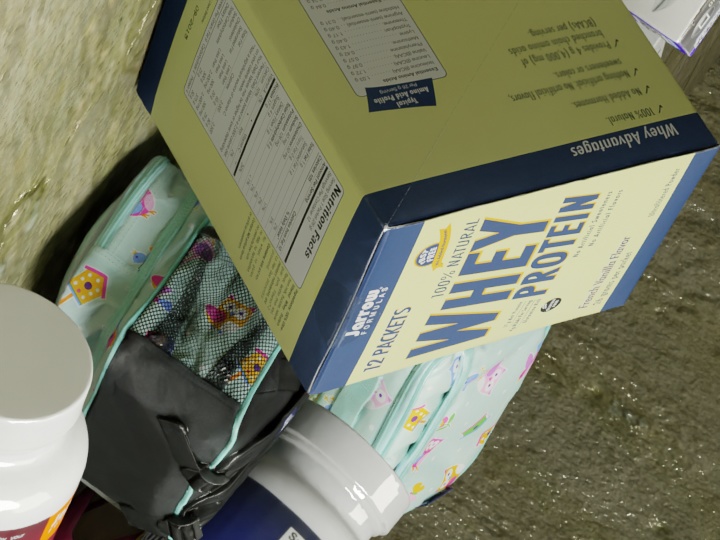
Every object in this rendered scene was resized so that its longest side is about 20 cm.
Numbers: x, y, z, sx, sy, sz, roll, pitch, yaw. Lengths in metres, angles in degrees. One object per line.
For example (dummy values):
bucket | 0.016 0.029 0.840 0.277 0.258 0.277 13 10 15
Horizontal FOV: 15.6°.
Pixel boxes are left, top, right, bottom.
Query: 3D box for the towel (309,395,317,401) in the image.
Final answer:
towel | 0.000 0.000 1.594 0.200 0.023 0.153 136 -30 -72

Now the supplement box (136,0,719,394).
supplement box | 0.029 -0.076 1.298 0.199 0.200 0.135 -15 150 -29

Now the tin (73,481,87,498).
tin | -0.183 0.109 1.632 0.200 0.042 0.112 -61 174 35

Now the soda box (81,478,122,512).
soda box | -0.108 0.088 1.616 0.064 0.068 0.200 -58 172 20

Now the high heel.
high heel | -0.131 0.132 1.669 0.200 0.067 0.096 -35 174 -30

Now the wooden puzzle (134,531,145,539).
wooden puzzle | -0.120 0.180 1.643 0.200 0.037 0.185 -44 172 -22

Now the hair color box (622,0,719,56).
hair color box | 0.123 -0.216 1.395 0.110 0.200 0.065 -55 166 5

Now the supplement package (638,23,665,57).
supplement package | 0.105 -0.128 1.906 0.200 0.155 0.111 -54 172 -8

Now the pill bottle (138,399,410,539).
pill bottle | -0.069 0.176 1.510 0.200 0.116 0.116 -47 170 -18

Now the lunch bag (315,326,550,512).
lunch bag | 0.033 0.086 1.707 0.160 0.077 0.201 -26 151 -48

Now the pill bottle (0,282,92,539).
pill bottle | -0.197 0.104 1.261 0.113 0.113 0.200 -45 168 -48

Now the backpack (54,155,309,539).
backpack | -0.083 0.023 1.445 0.200 0.153 0.176 -48 171 -31
